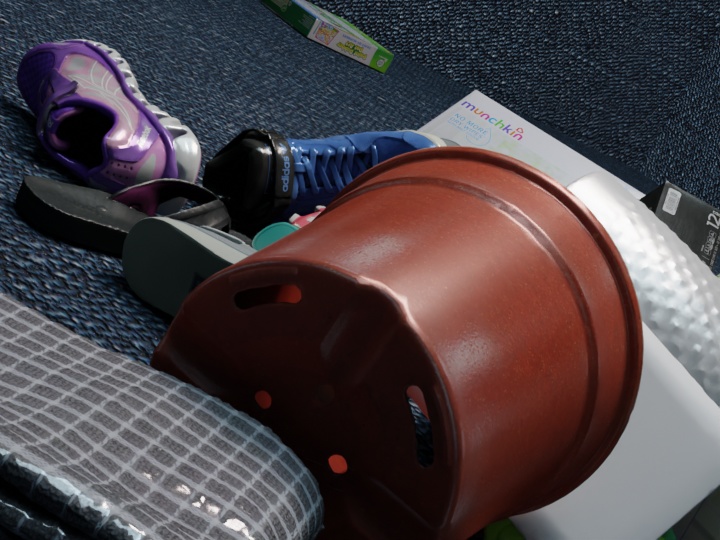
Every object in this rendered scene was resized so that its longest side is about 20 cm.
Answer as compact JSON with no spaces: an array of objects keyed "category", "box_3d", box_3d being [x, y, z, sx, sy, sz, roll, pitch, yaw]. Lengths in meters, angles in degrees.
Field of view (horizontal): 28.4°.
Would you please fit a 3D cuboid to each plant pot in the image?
[{"category":"plant pot","box_3d":[0.012,0.052,0.667,0.200,0.202,0.195,33,22,15]}]

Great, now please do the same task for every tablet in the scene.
[{"category":"tablet","box_3d":[0.104,0.062,0.783,0.200,0.130,0.014,50,-12,12]}]

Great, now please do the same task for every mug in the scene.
[{"category":"mug","box_3d":[0.144,0.061,0.853,0.175,0.148,0.200,46,48,17]}]

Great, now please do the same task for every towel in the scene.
[{"category":"towel","box_3d":[-0.119,0.072,0.508,0.199,0.086,0.166,31,12,5]}]

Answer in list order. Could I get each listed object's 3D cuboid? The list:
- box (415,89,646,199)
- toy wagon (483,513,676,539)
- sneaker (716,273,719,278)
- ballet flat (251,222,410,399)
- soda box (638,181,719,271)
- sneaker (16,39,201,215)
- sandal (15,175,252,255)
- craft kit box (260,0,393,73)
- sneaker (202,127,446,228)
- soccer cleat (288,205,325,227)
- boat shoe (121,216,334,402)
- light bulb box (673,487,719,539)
[{"category":"box","box_3d":[0.117,-0.037,1.221,0.200,0.097,0.176,36,51,24]},{"category":"toy wagon","box_3d":[0.138,0.153,0.849,0.199,0.040,0.155,28,14,-4]},{"category":"sneaker","box_3d":[0.426,0.033,1.791,0.199,0.089,0.077,15,20,-47]},{"category":"ballet flat","box_3d":[-0.008,0.036,0.924,0.072,0.072,0.200,18,18,-41]},{"category":"soda box","box_3d":[0.220,0.036,1.111,0.063,0.201,0.071,27,-23,-9]},{"category":"sneaker","box_3d":[-0.205,-0.114,1.049,0.088,0.081,0.200,2,31,-48]},{"category":"sandal","box_3d":[-0.134,-0.035,0.954,0.200,0.048,0.075,14,20,-48]},{"category":"craft kit box","box_3d":[-0.063,-0.456,2.679,0.197,0.049,0.200,16,19,-38]},{"category":"sneaker","box_3d":[-0.034,-0.073,1.118,0.199,0.077,0.111,-1,-1,34]},{"category":"soccer cleat","box_3d":[0.000,0.000,1.081,0.076,0.067,0.200,41,14,24]},{"category":"boat shoe","box_3d":[-0.053,0.024,0.855,0.200,0.070,0.071,32,19,26]},{"category":"light bulb box","box_3d":[0.294,0.161,0.960,0.197,0.125,0.200,20,17,-34]}]
